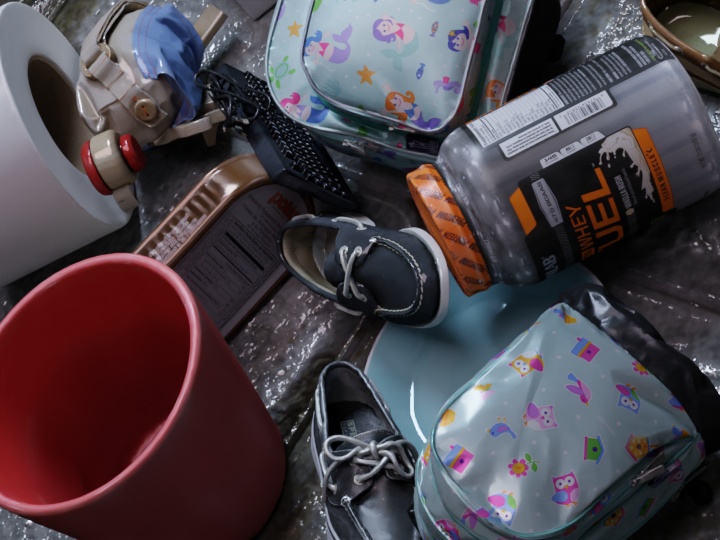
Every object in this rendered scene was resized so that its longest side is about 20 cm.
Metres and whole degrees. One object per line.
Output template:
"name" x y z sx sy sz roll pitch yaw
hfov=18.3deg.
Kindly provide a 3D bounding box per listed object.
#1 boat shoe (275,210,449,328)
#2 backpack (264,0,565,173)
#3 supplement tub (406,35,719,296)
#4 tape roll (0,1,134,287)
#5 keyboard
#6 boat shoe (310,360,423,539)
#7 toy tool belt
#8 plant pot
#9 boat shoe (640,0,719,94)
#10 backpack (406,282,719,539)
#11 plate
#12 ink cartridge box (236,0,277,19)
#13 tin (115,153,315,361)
"boat shoe" 0.000 0.000 1.611 0.200 0.060 0.076 -165 75 -64
"backpack" 0.029 -0.165 1.658 0.200 0.151 0.178 13 84 25
"supplement tub" 0.140 -0.068 1.551 0.200 0.123 0.123 -28 49 -2
"tape roll" -0.293 -0.097 1.806 0.139 0.203 0.203 -26 50 14
"keyboard" -0.062 -0.116 1.713 0.040 0.104 0.200 -62 29 18
"boat shoe" 0.008 0.135 1.495 0.073 0.068 0.200 -7 36 -5
"toy tool belt" -0.162 -0.147 1.806 0.123 0.125 0.200 -23 33 11
"plant pot" -0.156 0.117 1.595 0.200 0.177 0.201 -15 54 22
"boat shoe" 0.276 -0.155 1.579 0.200 0.074 0.076 20 72 39
"backpack" 0.119 0.112 1.420 0.200 0.127 0.167 -39 64 -21
"plate" 0.093 0.074 1.573 0.200 0.026 0.201 -16 53 22
"ink cartridge box" -0.077 -0.348 1.876 0.200 0.147 0.145 -38 48 3
"tin" -0.116 0.001 1.692 0.200 0.112 0.042 -47 54 -3
